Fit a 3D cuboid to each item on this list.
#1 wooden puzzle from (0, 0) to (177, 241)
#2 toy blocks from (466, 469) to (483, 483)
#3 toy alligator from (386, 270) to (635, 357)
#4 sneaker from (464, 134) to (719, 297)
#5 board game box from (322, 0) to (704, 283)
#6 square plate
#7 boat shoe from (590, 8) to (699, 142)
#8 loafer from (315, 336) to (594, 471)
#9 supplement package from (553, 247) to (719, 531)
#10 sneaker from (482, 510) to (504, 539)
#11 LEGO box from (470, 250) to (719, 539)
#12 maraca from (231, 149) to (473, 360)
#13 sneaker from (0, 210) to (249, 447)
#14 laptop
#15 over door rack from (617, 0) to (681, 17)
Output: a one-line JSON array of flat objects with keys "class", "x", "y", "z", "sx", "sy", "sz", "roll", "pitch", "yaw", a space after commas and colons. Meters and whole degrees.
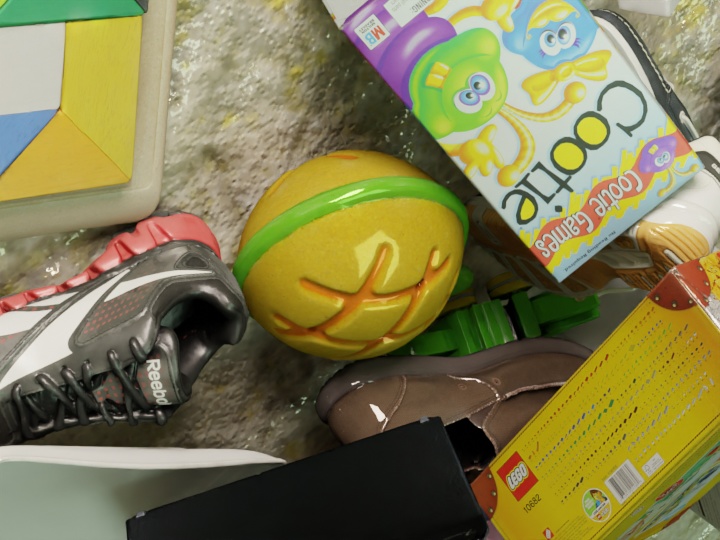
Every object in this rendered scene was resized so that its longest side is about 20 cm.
[{"class": "wooden puzzle", "x": -0.164, "y": -0.097, "z": 0.849, "sx": 0.184, "sy": 0.037, "sz": 0.201, "roll": -11, "pitch": 124, "yaw": -37}, {"class": "toy blocks", "x": 0.018, "y": 0.167, "z": 1.147, "sx": 0.198, "sy": 0.100, "sz": 0.138, "roll": -16, "pitch": 121, "yaw": -14}, {"class": "toy alligator", "x": 0.108, "y": 0.032, "z": 1.147, "sx": 0.198, "sy": 0.060, "sz": 0.054, "roll": -17, "pitch": 168, "yaw": -11}, {"class": "sneaker", "x": 0.143, "y": -0.038, "z": 1.054, "sx": 0.076, "sy": 0.199, "sz": 0.088, "roll": 43, "pitch": 68, "yaw": -31}, {"class": "board game box", "x": 0.075, "y": -0.110, "z": 0.948, "sx": 0.105, "sy": 0.103, "sz": 0.200, "roll": -39, "pitch": 122, "yaw": 9}, {"class": "square plate", "x": -0.169, "y": 0.147, "z": 0.966, "sx": 0.199, "sy": 0.029, "sz": 0.198, "roll": 7, "pitch": 138, "yaw": -47}, {"class": "boat shoe", "x": 0.175, "y": -0.088, "z": 1.134, "sx": 0.060, "sy": 0.075, "sz": 0.201, "roll": -50, "pitch": 135, "yaw": -32}, {"class": "loafer", "x": 0.068, "y": 0.091, "z": 1.069, "sx": 0.198, "sy": 0.071, "sz": 0.073, "roll": -5, "pitch": 147, "yaw": -28}, {"class": "supplement package", "x": 0.229, "y": 0.073, "z": 1.188, "sx": 0.121, "sy": 0.200, "sz": 0.120, "roll": -39, "pitch": 136, "yaw": -15}, {"class": "sneaker", "x": 0.067, "y": 0.155, "z": 1.085, "sx": 0.199, "sy": 0.070, "sz": 0.083, "roll": -31, "pitch": 104, "yaw": -18}, {"class": "LEGO box", "x": 0.176, "y": 0.076, "z": 1.004, "sx": 0.148, "sy": 0.077, "sz": 0.200, "roll": -16, "pitch": 151, "yaw": -48}, {"class": "maraca", "x": 0.000, "y": 0.000, "z": 1.011, "sx": 0.136, "sy": 0.108, "sz": 0.200, "roll": -20, "pitch": 156, "yaw": 6}, {"class": "sneaker", "x": -0.141, "y": 0.047, "z": 0.921, "sx": 0.200, "sy": 0.098, "sz": 0.071, "roll": -32, "pitch": 136, "yaw": -20}, {"class": "laptop", "x": -0.024, "y": 0.155, "z": 0.945, "sx": 0.176, "sy": 0.104, "sz": 0.200, "roll": -17, "pitch": 152, "yaw": -3}, {"class": "over door rack", "x": 0.226, "y": -0.252, "z": 1.046, "sx": 0.200, "sy": 0.066, "sz": 0.149, "roll": -40, "pitch": 137, "yaw": -29}]
